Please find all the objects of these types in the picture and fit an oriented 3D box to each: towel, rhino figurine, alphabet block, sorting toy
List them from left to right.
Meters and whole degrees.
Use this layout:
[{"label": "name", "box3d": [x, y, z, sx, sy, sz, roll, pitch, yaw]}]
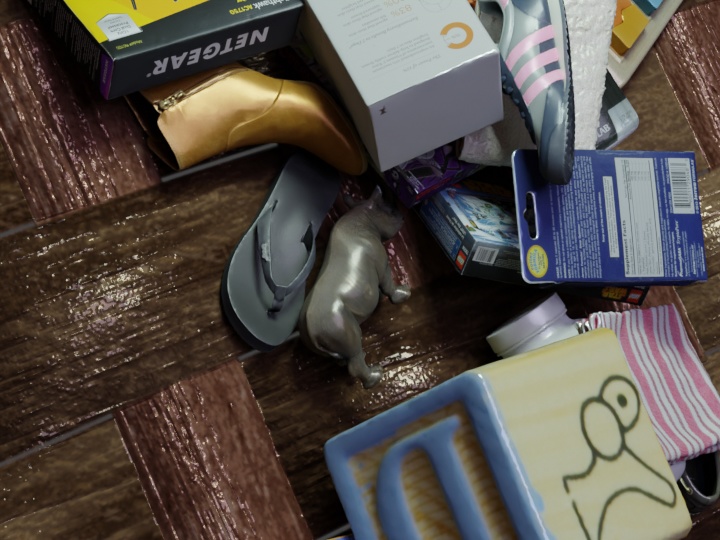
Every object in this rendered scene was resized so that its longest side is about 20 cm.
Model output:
[{"label": "rhino figurine", "box3d": [0.000, 0.000, 1.715, 0.087, 0.060, 0.201, 40, 53, -32]}, {"label": "alphabet block", "box3d": [0.122, 0.180, 1.621, 0.199, 0.196, 0.197, -12, 79, -48]}, {"label": "towel", "box3d": [0.162, -0.185, 1.774, 0.131, 0.034, 0.202, 11, 78, -13]}, {"label": "sorting toy", "box3d": [0.245, -0.306, 2.003, 0.185, 0.036, 0.200, 45, 56, -9]}, {"label": "towel", "box3d": [0.274, 0.099, 1.754, 0.199, 0.030, 0.147, -4, 66, -57]}]

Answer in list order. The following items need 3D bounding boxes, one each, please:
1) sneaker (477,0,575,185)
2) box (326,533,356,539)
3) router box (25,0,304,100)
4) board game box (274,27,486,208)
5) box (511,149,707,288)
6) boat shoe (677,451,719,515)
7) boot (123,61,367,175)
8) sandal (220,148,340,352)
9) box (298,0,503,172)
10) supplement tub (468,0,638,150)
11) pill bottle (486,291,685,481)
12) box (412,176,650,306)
[{"label": "sneaker", "box3d": [0.145, -0.162, 1.705, 0.081, 0.070, 0.202, -5, 63, 8]}, {"label": "box", "box3d": [-0.051, 0.288, 1.595, 0.199, 0.041, 0.120, -8, 76, -35]}, {"label": "router box", "box3d": [-0.171, -0.235, 1.679, 0.199, 0.051, 0.149, -22, 58, -34]}, {"label": "board game box", "box3d": [0.027, -0.157, 1.786, 0.120, 0.032, 0.200, -27, 69, -39]}, {"label": "box", "box3d": [0.217, -0.047, 1.739, 0.198, 0.032, 0.122, 0, 81, -29]}, {"label": "boat shoe", "box3d": [0.303, 0.132, 1.854, 0.072, 0.060, 0.204, 4, 70, -30]}, {"label": "boot", "box3d": [-0.105, -0.123, 1.702, 0.201, 0.071, 0.144, 45, 61, 6]}, {"label": "sandal", "box3d": [-0.068, -0.025, 1.702, 0.076, 0.043, 0.201, 27, 60, -19]}, {"label": "box", "box3d": [0.027, -0.207, 1.705, 0.124, 0.098, 0.201, -23, 57, -7]}, {"label": "supplement tub", "box3d": [0.165, -0.188, 1.857, 0.122, 0.122, 0.201, -33, 90, -35]}, {"label": "pill bottle", "box3d": [0.199, 0.124, 1.763, 0.112, 0.112, 0.201, -34, 91, -35]}, {"label": "box", "box3d": [0.157, -0.031, 1.796, 0.198, 0.040, 0.137, 10, 27, -27]}]
